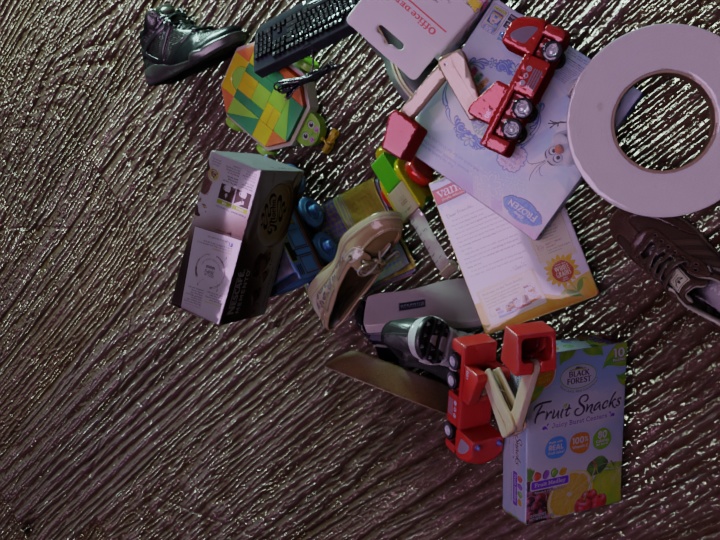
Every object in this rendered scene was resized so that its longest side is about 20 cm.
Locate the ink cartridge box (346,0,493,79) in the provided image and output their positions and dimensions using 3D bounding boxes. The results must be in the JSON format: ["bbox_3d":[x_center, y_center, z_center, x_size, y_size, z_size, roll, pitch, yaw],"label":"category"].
[{"bbox_3d":[0.090,-0.326,1.003,0.116,0.067,0.200,43,97,6],"label":"ink cartridge box"}]

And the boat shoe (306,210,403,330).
[{"bbox_3d":[0.000,0.000,1.115,0.200,0.073,0.063,-53,49,43],"label":"boat shoe"}]

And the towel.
[{"bbox_3d":[-0.020,-0.034,1.219,0.200,0.023,0.144,-22,87,35],"label":"towel"}]

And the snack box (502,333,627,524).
[{"bbox_3d":[0.238,0.183,1.015,0.053,0.142,0.201,-160,67,-63],"label":"snack box"}]

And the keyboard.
[{"bbox_3d":[-0.067,-0.300,1.136,0.200,0.021,0.128,-16,73,37],"label":"keyboard"}]

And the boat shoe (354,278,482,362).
[{"bbox_3d":[0.100,0.070,1.141,0.199,0.075,0.093,-4,139,17],"label":"boat shoe"}]

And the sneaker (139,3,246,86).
[{"bbox_3d":[-0.258,-0.350,1.283,0.199,0.076,0.115,-7,102,40],"label":"sneaker"}]

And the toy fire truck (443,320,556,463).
[{"bbox_3d":[0.151,0.138,0.964,0.141,0.049,0.201,-143,51,-60],"label":"toy fire truck"}]

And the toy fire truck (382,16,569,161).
[{"bbox_3d":[0.126,-0.196,0.957,0.141,0.049,0.200,29,100,15],"label":"toy fire truck"}]

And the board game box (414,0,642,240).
[{"bbox_3d":[0.180,-0.172,0.997,0.200,0.043,0.199,37,102,13],"label":"board game box"}]

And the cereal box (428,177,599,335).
[{"bbox_3d":[0.183,-0.040,1.043,0.143,0.040,0.201,-21,85,16],"label":"cereal box"}]

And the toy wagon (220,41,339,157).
[{"bbox_3d":[-0.113,-0.237,1.230,0.200,0.040,0.155,42,120,21],"label":"toy wagon"}]

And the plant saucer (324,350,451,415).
[{"bbox_3d":[0.052,0.144,1.119,0.200,0.200,0.036,18,83,30],"label":"plant saucer"}]

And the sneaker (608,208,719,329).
[{"bbox_3d":[0.352,-0.005,0.940,0.200,0.075,0.071,39,119,21],"label":"sneaker"}]

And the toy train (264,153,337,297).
[{"bbox_3d":[-0.109,-0.063,1.191,0.087,0.114,0.201,-28,84,35],"label":"toy train"}]

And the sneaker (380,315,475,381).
[{"bbox_3d":[0.096,0.101,1.075,0.090,0.200,0.067,5,72,41],"label":"sneaker"}]

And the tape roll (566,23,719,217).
[{"bbox_3d":[0.318,-0.157,0.916,0.202,0.037,0.204,2,96,14],"label":"tape roll"}]

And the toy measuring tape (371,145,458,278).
[{"bbox_3d":[0.080,-0.080,1.108,0.074,0.073,0.200,-43,68,32],"label":"toy measuring tape"}]

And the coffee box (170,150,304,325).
[{"bbox_3d":[-0.153,-0.042,1.088,0.080,0.113,0.201,22,103,21],"label":"coffee box"}]

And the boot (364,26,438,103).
[{"bbox_3d":[0.096,-0.281,1.062,0.138,0.077,0.200,-40,78,28],"label":"boot"}]
